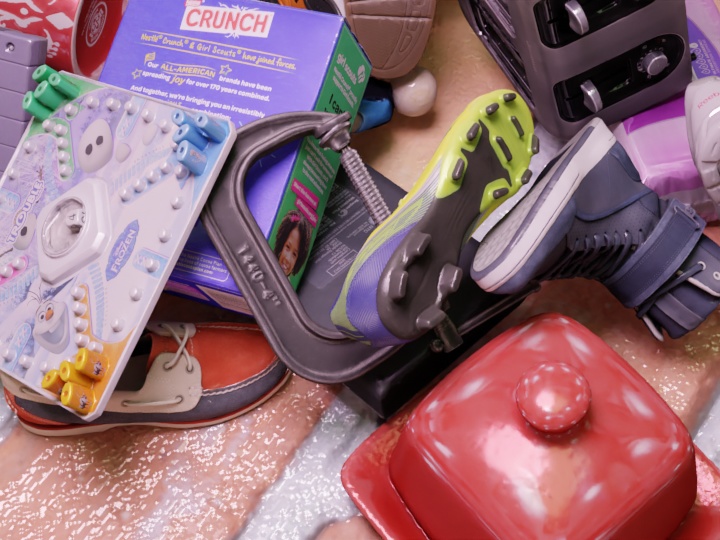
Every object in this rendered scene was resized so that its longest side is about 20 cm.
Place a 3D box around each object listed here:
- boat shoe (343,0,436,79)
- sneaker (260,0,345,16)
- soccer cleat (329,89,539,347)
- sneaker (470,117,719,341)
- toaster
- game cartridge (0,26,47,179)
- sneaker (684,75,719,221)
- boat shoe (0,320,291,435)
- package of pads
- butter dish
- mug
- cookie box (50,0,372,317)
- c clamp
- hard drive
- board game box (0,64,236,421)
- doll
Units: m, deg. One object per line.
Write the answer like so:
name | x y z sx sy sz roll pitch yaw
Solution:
boat shoe | 0.018 -0.246 0.963 0.071 0.065 0.203 -6 100 -1
sneaker | -0.030 -0.220 1.068 0.091 0.076 0.201 0 37 -34
soccer cleat | 0.044 -0.038 0.788 0.083 0.065 0.201 -10 40 49
sneaker | 0.160 -0.004 0.819 0.146 0.077 0.202 48 40 -1
toaster | 0.136 -0.220 0.901 0.118 0.181 0.201 -29 56 -1
game cartridge | -0.339 -0.136 0.987 0.197 0.132 0.038 15 13 13
sneaker | 0.270 -0.054 0.863 0.077 0.201 0.100 -22 39 12
boat shoe | -0.143 0.066 0.871 0.197 0.063 0.072 -8 53 -5
package of pads | 0.233 -0.125 0.975 0.119 0.076 0.202 -10 55 -4
butter dish | 0.112 0.108 0.778 0.198 0.149 0.200 -34 60 -20
mug | -0.302 -0.209 1.051 0.197 0.180 0.133 17 17 9
cookie box | -0.104 -0.085 0.890 0.169 0.075 0.202 14 76 21
c clamp | -0.005 -0.021 0.823 0.170 0.027 0.201 -36 94 -14
hard drive | 0.000 0.000 0.908 0.139 0.033 0.199 -37 52 -21
board game box | -0.192 -0.029 0.832 0.199 0.026 0.202 20 82 40
doll | -0.037 -0.122 0.989 0.197 0.049 0.137 -16 25 -4
